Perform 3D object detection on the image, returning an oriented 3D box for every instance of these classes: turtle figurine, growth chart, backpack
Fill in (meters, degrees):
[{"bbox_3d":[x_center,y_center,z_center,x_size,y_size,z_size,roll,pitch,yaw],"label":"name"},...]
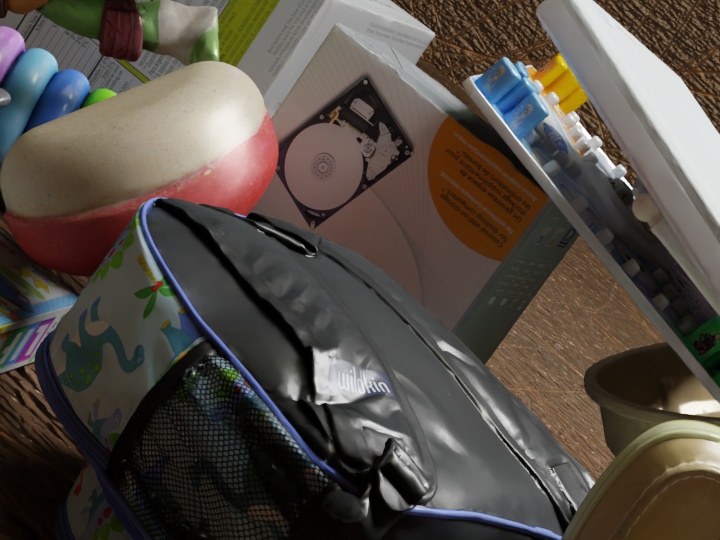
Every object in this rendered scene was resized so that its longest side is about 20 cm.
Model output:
[{"bbox_3d":[-0.162,-0.135,0.860,0.192,0.146,0.200,3,3,-10],"label":"turtle figurine"},{"bbox_3d":[0.185,-0.006,0.890,0.145,0.018,0.200,48,19,-5],"label":"growth chart"},{"bbox_3d":[-0.033,0.074,0.678,0.182,0.147,0.200,18,25,-52],"label":"backpack"}]

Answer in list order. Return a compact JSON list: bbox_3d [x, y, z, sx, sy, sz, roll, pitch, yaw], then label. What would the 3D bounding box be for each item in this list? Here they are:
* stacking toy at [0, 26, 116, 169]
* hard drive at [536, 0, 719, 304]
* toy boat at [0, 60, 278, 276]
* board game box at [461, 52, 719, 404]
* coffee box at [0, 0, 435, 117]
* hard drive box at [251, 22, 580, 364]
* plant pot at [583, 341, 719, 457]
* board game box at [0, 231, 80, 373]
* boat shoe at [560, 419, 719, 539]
[{"bbox_3d":[-0.149,-0.067,0.972,0.199,0.086,0.085,26,13,-5],"label":"stacking toy"},{"bbox_3d":[0.166,-0.041,0.846,0.132,0.026,0.201,28,29,-48],"label":"hard drive"},{"bbox_3d":[-0.093,-0.017,0.823,0.200,0.130,0.132,-178,-115,-82],"label":"toy boat"},{"bbox_3d":[0.142,-0.032,0.912,0.200,0.026,0.200,51,16,3],"label":"board game box"},{"bbox_3d":[-0.109,-0.138,1.135,0.197,0.201,0.199,38,12,16],"label":"coffee box"},{"bbox_3d":[0.000,0.000,0.918,0.156,0.201,0.077,39,13,20],"label":"hard drive box"},{"bbox_3d":[0.220,0.145,0.931,0.198,0.185,0.201,-2,10,0],"label":"plant pot"},{"bbox_3d":[-0.230,-0.026,0.780,0.199,0.034,0.134,38,13,8],"label":"board game box"},{"bbox_3d":[0.092,0.151,0.615,0.073,0.202,0.063,21,16,-11],"label":"boat shoe"}]
